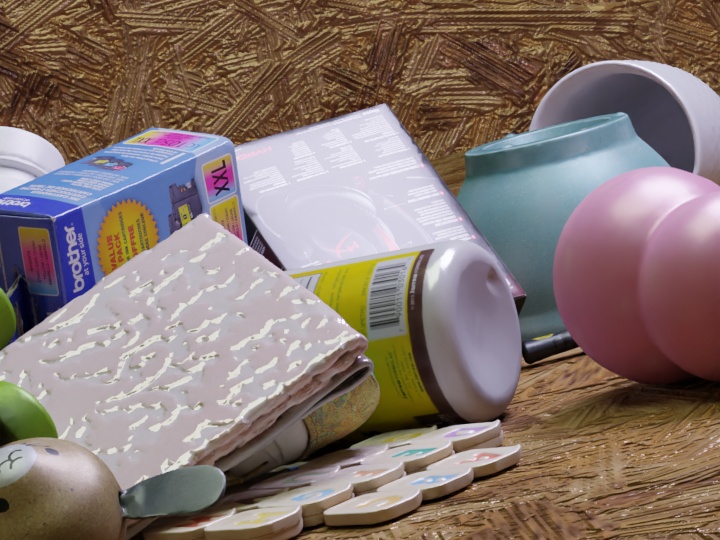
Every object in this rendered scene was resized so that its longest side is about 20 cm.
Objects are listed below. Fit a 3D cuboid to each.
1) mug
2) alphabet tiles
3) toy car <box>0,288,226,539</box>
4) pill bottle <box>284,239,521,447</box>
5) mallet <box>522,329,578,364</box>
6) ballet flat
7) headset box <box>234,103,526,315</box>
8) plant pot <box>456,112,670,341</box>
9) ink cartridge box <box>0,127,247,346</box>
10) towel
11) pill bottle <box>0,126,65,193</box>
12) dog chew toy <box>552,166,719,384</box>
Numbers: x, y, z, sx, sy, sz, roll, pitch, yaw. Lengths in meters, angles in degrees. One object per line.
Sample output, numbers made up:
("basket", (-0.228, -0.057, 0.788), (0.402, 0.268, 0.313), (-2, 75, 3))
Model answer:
("mug", (0.216, -0.080, 2.278), (0.200, 0.148, 0.175), (-43, -14, 21))
("alphabet tiles", (-0.018, 0.116, 1.511), (0.195, 0.015, 0.200), (-7, 8, 46))
("toy car", (-0.173, 0.110, 1.377), (0.200, 0.158, 0.164), (14, 45, 33))
("pill bottle", (-0.013, 0.049, 1.660), (0.200, 0.110, 0.109), (-10, 7, 28))
("mallet", (0.201, 0.023, 1.792), (0.200, 0.041, 0.066), (-19, 4, -10))
("ballet flat", (-0.082, 0.092, 1.585), (0.200, 0.071, 0.071), (-8, 8, 30))
("headset box", (0.000, 0.000, 1.818), (0.148, 0.200, 0.075), (-18, -31, -31))
("plant pot", (0.144, -0.034, 1.952), (0.200, 0.135, 0.200), (-14, 5, 1))
("ink cartridge box", (-0.158, 0.008, 1.701), (0.076, 0.137, 0.200), (7, 23, 39))
("towel", (-0.117, 0.062, 1.548), (0.200, 0.032, 0.191), (-35, 39, -17))
("pill bottle", (-0.240, 0.009, 1.802), (0.111, 0.200, 0.111), (1, -35, 1))
("dog chew toy", (0.199, 0.007, 1.558), (0.124, 0.125, 0.200), (-18, 15, -32))
